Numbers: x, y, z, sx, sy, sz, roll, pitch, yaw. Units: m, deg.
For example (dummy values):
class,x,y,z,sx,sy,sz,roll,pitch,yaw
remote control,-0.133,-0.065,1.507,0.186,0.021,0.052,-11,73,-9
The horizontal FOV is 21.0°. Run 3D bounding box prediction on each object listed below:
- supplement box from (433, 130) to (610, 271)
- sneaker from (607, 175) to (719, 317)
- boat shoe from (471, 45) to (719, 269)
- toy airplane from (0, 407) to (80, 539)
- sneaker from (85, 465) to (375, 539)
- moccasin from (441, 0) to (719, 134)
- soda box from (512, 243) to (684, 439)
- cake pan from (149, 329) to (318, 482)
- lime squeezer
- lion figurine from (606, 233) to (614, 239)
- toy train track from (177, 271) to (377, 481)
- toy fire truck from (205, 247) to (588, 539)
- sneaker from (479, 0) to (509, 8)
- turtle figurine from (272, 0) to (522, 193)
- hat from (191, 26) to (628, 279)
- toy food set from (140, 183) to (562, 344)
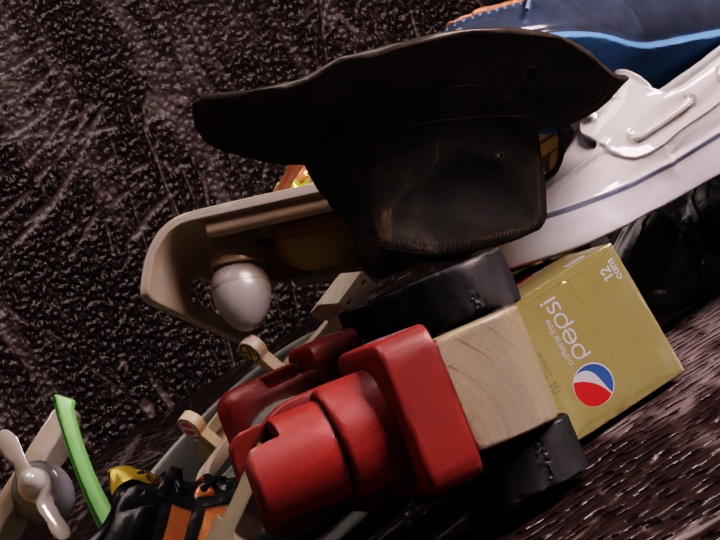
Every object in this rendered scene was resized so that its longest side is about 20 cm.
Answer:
class,x,y,z,sx,sy,sz,roll,pitch,yaw
supplement box,0.141,-0.049,1.180,0.199,0.131,0.103,-34,5,-28
sneaker,0.215,-0.042,0.972,0.199,0.060,0.104,-30,-1,-11
boat shoe,0.131,-0.063,0.932,0.199,0.066,0.074,-28,4,-18
toy airplane,-0.221,0.188,1.043,0.140,0.202,0.199,20,24,30
sneaker,-0.079,0.123,0.946,0.199,0.090,0.070,-32,2,-6
moccasin,0.112,-0.115,0.971,0.199,0.068,0.081,-7,-35,-35
soda box,0.078,0.039,0.930,0.064,0.068,0.200,-31,2,-14
cake pan,-0.067,0.114,1.092,0.200,0.037,0.200,-41,13,12
lime squeezer,-0.147,0.166,0.988,0.038,0.070,0.201,-25,47,57
lion figurine,0.207,-0.054,1.095,0.199,0.073,0.123,18,-65,-52
toy train track,-0.049,0.048,0.993,0.115,0.032,0.200,-53,4,-36
toy fire truck,-0.022,0.092,0.811,0.199,0.130,0.176,-22,0,-14
sneaker,0.114,-0.142,1.103,0.080,0.087,0.200,-31,23,-19
turtle figurine,0.040,-0.086,1.074,0.200,0.065,0.161,-40,3,16
hat,0.025,-0.040,0.839,0.199,0.082,0.201,-6,-7,-1
toy food set,0.000,0.000,1.038,0.198,0.061,0.143,-11,-16,18
